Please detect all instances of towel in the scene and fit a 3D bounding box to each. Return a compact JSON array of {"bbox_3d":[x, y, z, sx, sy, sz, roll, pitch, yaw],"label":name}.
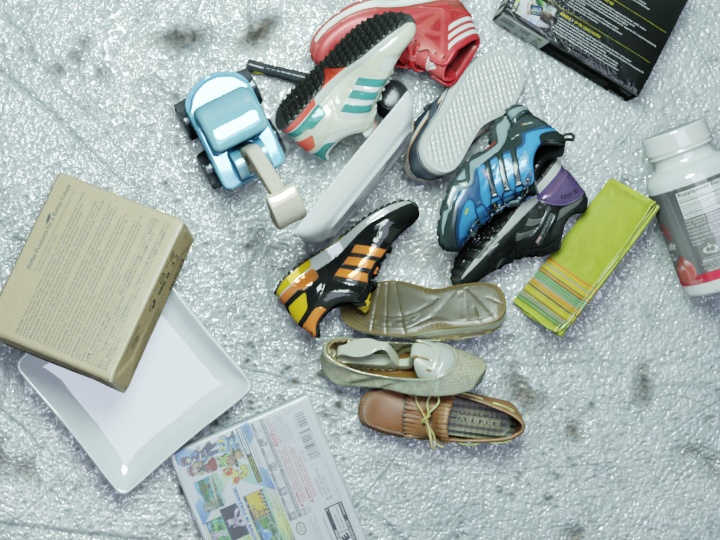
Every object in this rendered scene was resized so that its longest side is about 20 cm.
[{"bbox_3d":[0.272,-0.019,1.733,0.200,0.086,0.018,-52,139,-2],"label":"towel"}]

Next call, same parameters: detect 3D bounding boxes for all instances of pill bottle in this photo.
[{"bbox_3d":[0.414,-0.078,1.736,0.110,0.111,0.201,-21,93,-8],"label":"pill bottle"}]

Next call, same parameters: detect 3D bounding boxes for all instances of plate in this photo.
[{"bbox_3d":[-0.263,0.122,1.670,0.199,0.032,0.200,-40,94,-6],"label":"plate"},{"bbox_3d":[0.001,-0.106,1.624,0.032,0.200,0.200,38,90,2],"label":"plate"}]

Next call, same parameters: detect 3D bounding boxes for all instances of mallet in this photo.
[{"bbox_3d":[-0.037,-0.221,1.712,0.198,0.066,0.041,13,85,7],"label":"mallet"}]

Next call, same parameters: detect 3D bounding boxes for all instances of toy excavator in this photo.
[{"bbox_3d":[-0.130,-0.136,1.611,0.099,0.200,0.196,-27,93,-6],"label":"toy excavator"}]

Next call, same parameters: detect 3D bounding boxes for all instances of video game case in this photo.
[{"bbox_3d":[-0.109,0.274,1.707,0.181,0.022,0.201,-22,94,-8],"label":"video game case"}]

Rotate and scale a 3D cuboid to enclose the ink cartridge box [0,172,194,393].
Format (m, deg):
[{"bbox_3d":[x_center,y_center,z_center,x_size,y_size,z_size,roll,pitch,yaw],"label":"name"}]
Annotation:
[{"bbox_3d":[-0.304,0.014,1.615,0.164,0.075,0.201,21,77,11],"label":"ink cartridge box"}]

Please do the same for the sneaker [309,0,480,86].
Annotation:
[{"bbox_3d":[0.047,-0.262,1.674,0.199,0.079,0.116,-22,52,-7],"label":"sneaker"}]

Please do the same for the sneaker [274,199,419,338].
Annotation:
[{"bbox_3d":[0.000,0.000,1.688,0.199,0.070,0.090,-35,81,-5],"label":"sneaker"}]

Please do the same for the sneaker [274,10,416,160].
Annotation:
[{"bbox_3d":[-0.001,-0.210,1.647,0.200,0.070,0.093,-42,123,9],"label":"sneaker"}]

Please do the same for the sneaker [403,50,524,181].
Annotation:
[{"bbox_3d":[0.117,-0.185,1.716,0.078,0.079,0.200,47,62,-10],"label":"sneaker"}]

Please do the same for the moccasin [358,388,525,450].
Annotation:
[{"bbox_3d":[0.097,0.177,1.707,0.200,0.078,0.074,13,89,-8],"label":"moccasin"}]

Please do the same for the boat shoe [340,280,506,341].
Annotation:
[{"bbox_3d":[0.077,0.056,1.705,0.198,0.066,0.075,1,66,13],"label":"boat shoe"}]

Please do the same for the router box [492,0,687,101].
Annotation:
[{"bbox_3d":[0.284,-0.322,1.746,0.199,0.051,0.150,30,84,-7],"label":"router box"}]

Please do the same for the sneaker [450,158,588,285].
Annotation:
[{"bbox_3d":[0.198,-0.037,1.726,0.088,0.076,0.200,44,84,-12],"label":"sneaker"}]

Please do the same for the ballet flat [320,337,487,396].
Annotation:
[{"bbox_3d":[0.049,0.110,1.679,0.198,0.063,0.068,0,52,8],"label":"ballet flat"}]

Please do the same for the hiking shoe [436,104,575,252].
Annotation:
[{"bbox_3d":[0.164,-0.101,1.672,0.086,0.074,0.201,30,81,23],"label":"hiking shoe"}]
